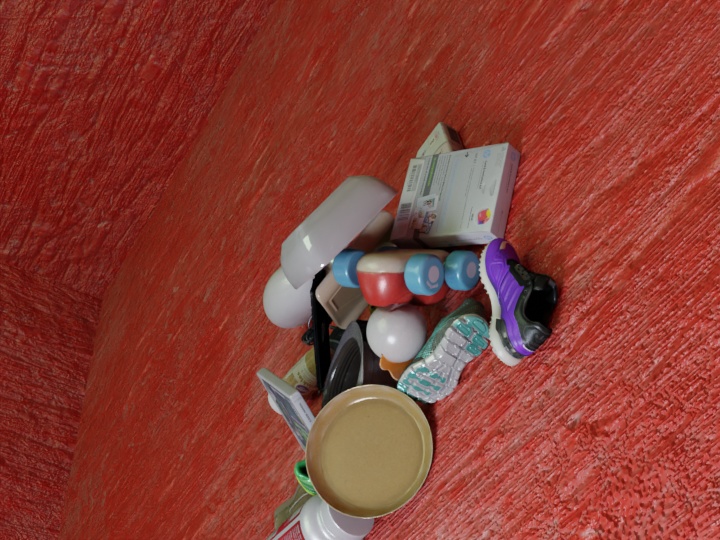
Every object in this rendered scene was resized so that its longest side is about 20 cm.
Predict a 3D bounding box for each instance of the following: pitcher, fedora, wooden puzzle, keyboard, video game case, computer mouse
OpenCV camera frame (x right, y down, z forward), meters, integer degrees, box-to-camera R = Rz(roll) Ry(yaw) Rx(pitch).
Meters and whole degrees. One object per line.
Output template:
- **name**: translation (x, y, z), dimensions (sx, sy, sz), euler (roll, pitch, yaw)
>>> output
- **pitcher**: translation (-0.106, 0.020, 2.005), dimensions (0.171, 0.121, 0.200), euler (-34, -14, -45)
- **fedora**: translation (0.007, 0.190, 1.617), dimensions (0.177, 0.090, 0.201), euler (-118, 45, -64)
- **wooden puzzle**: translation (0.000, 0.000, 1.663), dimensions (0.185, 0.037, 0.200), euler (-51, -20, -8)
- **keyboard**: translation (-0.077, 0.095, 1.659), dimensions (0.104, 0.039, 0.201), euler (-68, -20, -57)
- **video game case**: translation (-0.103, 0.265, 1.707), dimensions (0.023, 0.182, 0.200), euler (-34, 18, -16)
- **computer mouse**: translation (-0.003, 0.103, 1.771), dimensions (0.199, 0.046, 0.140), euler (4, 43, 49)

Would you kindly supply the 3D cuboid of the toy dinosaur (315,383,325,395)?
- **toy dinosaur**: translation (-0.037, 0.232, 1.726), dimensions (0.088, 0.047, 0.201), euler (-13, 49, 31)

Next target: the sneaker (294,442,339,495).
- **sneaker**: translation (-0.015, 0.296, 1.533), dimensions (0.199, 0.084, 0.074), euler (-29, 48, 16)

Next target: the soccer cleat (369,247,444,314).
- **soccer cleat**: translation (0.082, 0.004, 1.672), dimensions (0.201, 0.064, 0.084), euler (-55, 9, 28)

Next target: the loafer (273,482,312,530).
- **loafer**: translation (-0.086, 0.408, 1.659), dimensions (0.200, 0.076, 0.068), euler (127, 150, -45)

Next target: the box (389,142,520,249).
- **box**: translation (0.149, -0.116, 1.562), dimensions (0.199, 0.041, 0.157), euler (-5, 63, 43)

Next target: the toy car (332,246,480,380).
- **toy car**: translation (0.070, 0.068, 1.521), dimensions (0.184, 0.176, 0.201), euler (5, 97, 43)

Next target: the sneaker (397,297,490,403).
- **sneaker**: translation (0.128, 0.119, 1.466), dimensions (0.200, 0.077, 0.091), euler (-48, 13, 32)

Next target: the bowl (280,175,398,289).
- **bowl**: translation (-0.048, -0.068, 1.561), dimensions (0.200, 0.075, 0.200), euler (-47, 4, -20)

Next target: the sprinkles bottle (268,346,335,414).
- **sprinkles bottle**: translation (-0.103, 0.203, 1.874), dimensions (0.200, 0.068, 0.069), euler (-47, 31, 40)

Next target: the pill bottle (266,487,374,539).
- **pill bottle**: translation (-0.065, 0.422, 1.543), dimensions (0.200, 0.112, 0.113), euler (-48, 30, 38)

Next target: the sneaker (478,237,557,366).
- **sneaker**: translation (0.224, 0.026, 1.334), dimensions (0.099, 0.069, 0.201), euler (-39, 40, 37)

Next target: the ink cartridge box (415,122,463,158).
- **ink cartridge box**: translation (0.115, -0.140, 1.733), dimensions (0.200, 0.057, 0.163), euler (-50, 29, 27)

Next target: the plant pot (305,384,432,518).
- **plant pot**: translation (0.014, 0.272, 1.476), dimensions (0.199, 0.027, 0.201), euler (-6, 67, 15)
